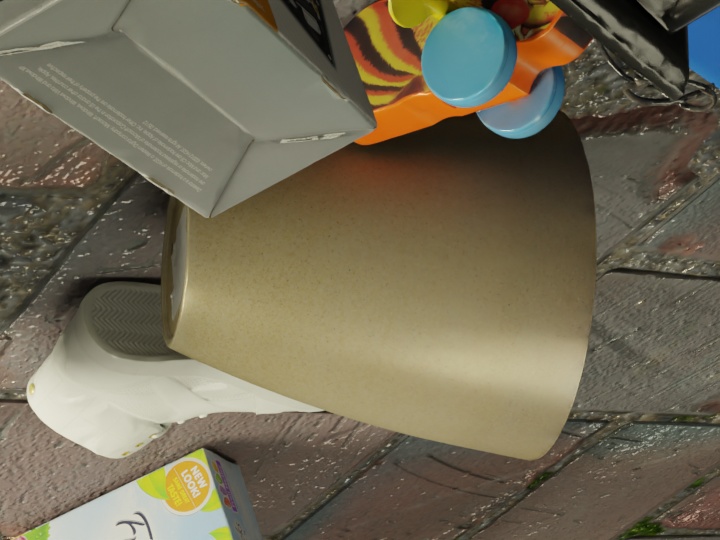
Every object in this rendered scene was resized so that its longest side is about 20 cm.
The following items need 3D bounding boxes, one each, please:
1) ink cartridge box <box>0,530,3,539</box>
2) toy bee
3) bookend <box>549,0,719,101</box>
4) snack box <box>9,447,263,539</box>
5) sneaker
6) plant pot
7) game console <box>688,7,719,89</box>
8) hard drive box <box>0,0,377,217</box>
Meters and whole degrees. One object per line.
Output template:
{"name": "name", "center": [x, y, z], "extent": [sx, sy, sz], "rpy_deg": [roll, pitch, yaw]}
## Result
{"name": "ink cartridge box", "center": [-0.254, 0.078, 1.058], "extent": [0.045, 0.177, 0.200], "rpy_deg": [-25, 153, 12]}
{"name": "toy bee", "center": [0.075, -0.120, 1.015], "extent": [0.199, 0.110, 0.131], "rpy_deg": [2, 165, 12]}
{"name": "bookend", "center": [0.128, -0.189, 0.779], "extent": [0.198, 0.093, 0.200], "rpy_deg": [-29, 131, 35]}
{"name": "snack box", "center": [-0.155, 0.240, 1.440], "extent": [0.199, 0.170, 0.068], "rpy_deg": [-26, 156, 12]}
{"name": "sneaker", "center": [-0.099, 0.064, 1.263], "extent": [0.199, 0.074, 0.116], "rpy_deg": [11, 143, -30]}
{"name": "plant pot", "center": [0.000, 0.000, 1.109], "extent": [0.199, 0.188, 0.188], "rpy_deg": [4, 148, -14]}
{"name": "game console", "center": [0.263, -0.155, 1.005], "extent": [0.170, 0.119, 0.200], "rpy_deg": [31, 143, -18]}
{"name": "hard drive box", "center": [-0.085, -0.141, 0.730], "extent": [0.076, 0.201, 0.156], "rpy_deg": [-27, 153, 14]}
